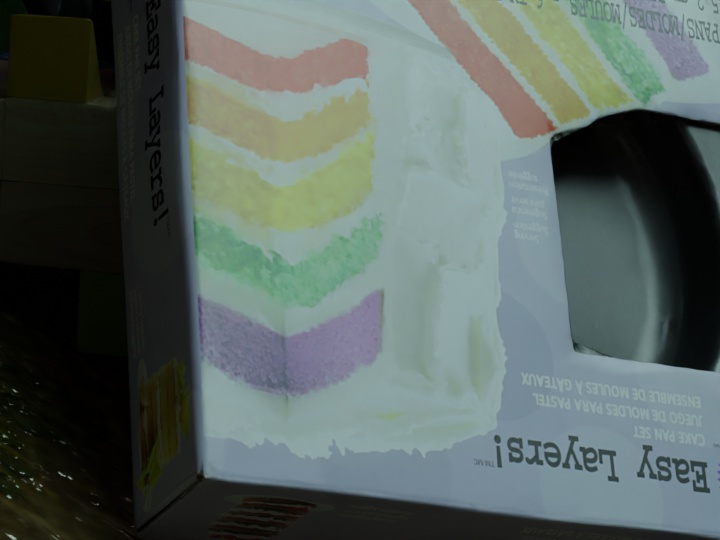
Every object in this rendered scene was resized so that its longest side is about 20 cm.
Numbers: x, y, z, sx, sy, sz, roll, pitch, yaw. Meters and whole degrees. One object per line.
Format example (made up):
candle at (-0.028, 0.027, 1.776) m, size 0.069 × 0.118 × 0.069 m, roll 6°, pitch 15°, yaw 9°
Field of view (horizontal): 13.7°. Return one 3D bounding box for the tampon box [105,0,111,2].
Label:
tampon box at (-0.012, -0.162, 0.921) m, size 0.200 × 0.150 × 0.126 m, roll 12°, pitch 37°, yaw -11°

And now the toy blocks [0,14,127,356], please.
toy blocks at (-0.051, -0.034, 0.952) m, size 0.200 × 0.100 × 0.137 m, roll 5°, pitch 10°, yaw 5°

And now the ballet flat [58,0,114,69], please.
ballet flat at (-0.100, -0.101, 1.084) m, size 0.070 × 0.065 × 0.200 m, roll -4°, pitch -39°, yaw 31°

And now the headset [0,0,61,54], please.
headset at (-0.192, -0.105, 0.971) m, size 0.200 × 0.094 × 0.123 m, roll 24°, pitch -22°, yaw -29°

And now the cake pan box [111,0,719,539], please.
cake pan box at (0.030, -0.007, 0.835) m, size 0.200 × 0.052 × 0.184 m, roll 10°, pitch 64°, yaw -26°
